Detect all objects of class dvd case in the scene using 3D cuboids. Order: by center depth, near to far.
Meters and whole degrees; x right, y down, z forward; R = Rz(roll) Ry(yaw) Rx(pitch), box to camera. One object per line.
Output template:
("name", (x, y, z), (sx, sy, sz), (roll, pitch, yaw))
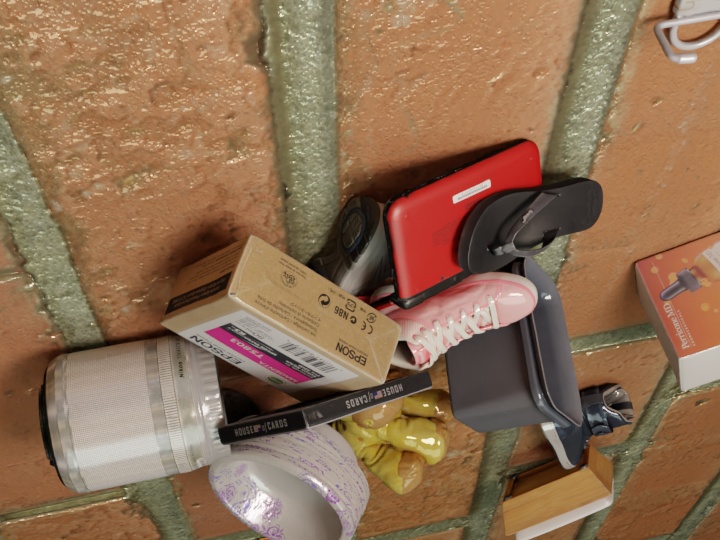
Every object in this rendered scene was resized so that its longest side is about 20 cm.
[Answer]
("dvd case", (-0.037, 0.153, 1.093), (0.150, 0.025, 0.199), (-20, 174, 43))

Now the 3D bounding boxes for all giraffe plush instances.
("giraffe plush", (0.013, 0.176, 1.286), (0.199, 0.173, 0.163), (3, 141, 18))

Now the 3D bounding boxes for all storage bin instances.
("storage bin", (0.184, 0.107, 1.216), (0.134, 0.201, 0.145), (-19, 148, 26))

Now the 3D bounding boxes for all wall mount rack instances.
("wall mount rack", (0.356, -0.253, 0.853), (0.173, 0.075, 0.200), (-11, 147, -7))

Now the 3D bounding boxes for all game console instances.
("game console", (0.088, -0.042, 1.047), (0.199, 0.119, 0.173), (-26, 121, -26))

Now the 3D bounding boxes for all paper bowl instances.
("paper bowl", (-0.083, 0.257, 1.239), (0.200, 0.105, 0.201), (17, 139, 16))

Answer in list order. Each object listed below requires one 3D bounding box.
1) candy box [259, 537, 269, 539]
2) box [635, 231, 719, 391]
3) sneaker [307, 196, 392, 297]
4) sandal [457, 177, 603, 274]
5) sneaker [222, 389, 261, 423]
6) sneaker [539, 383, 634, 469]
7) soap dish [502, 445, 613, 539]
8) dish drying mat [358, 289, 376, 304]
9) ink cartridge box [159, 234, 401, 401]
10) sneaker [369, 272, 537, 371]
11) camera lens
("candy box", (-0.111, 0.562, 1.850), (0.168, 0.077, 0.200), (-5, 146, -13))
("box", (0.477, 0.040, 1.258), (0.199, 0.153, 0.106), (-21, 147, 7))
("sneaker", (0.000, 0.000, 1.085), (0.087, 0.075, 0.200), (1, 144, -33))
("sandal", (0.182, -0.051, 1.007), (0.199, 0.043, 0.076), (-23, 120, -28))
("sneaker", (-0.163, 0.227, 1.350), (0.075, 0.071, 0.200), (-14, 143, 28))
("sneaker", (0.380, 0.257, 1.603), (0.146, 0.077, 0.202), (-20, 145, 12))
("soap dish", (0.346, 0.390, 1.729), (0.199, 0.082, 0.157), (-27, 180, 17))
("dish drying mat", (-0.043, 0.086, 1.239), (0.076, 0.018, 0.200), (1, 142, -28))
("ink cartridge box", (-0.085, 0.057, 1.028), (0.200, 0.075, 0.164), (32, 150, -25))
("sneaker", (0.104, 0.065, 1.121), (0.199, 0.105, 0.076), (-5, 132, 14))
("camera lens", (-0.260, 0.163, 1.133), (0.199, 0.161, 0.160), (-10, 146, -8))
